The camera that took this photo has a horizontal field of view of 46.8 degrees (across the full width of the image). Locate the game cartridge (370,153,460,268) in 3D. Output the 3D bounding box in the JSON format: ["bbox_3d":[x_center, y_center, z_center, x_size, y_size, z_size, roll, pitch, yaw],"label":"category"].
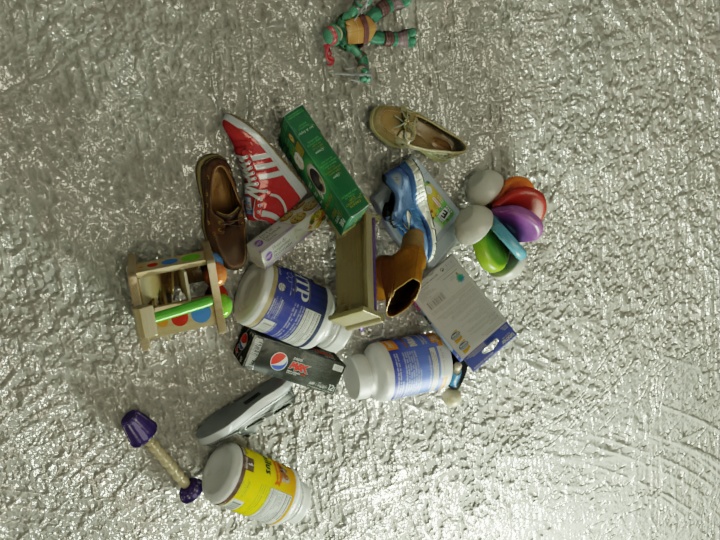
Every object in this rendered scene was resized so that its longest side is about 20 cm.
[{"bbox_3d":[0.113,-0.104,1.588,0.134,0.040,0.200,-47,118,-3],"label":"game cartridge"}]

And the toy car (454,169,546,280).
[{"bbox_3d":[0.283,-0.092,1.587,0.175,0.148,0.203,43,53,-31],"label":"toy car"}]

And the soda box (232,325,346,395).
[{"bbox_3d":[-0.129,0.162,1.520,0.197,0.071,0.064,23,96,-29],"label":"soda box"}]

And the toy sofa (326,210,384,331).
[{"bbox_3d":[0.000,0.000,1.472,0.097,0.082,0.205,26,56,-48],"label":"toy sofa"}]

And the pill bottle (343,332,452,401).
[{"bbox_3d":[0.070,0.189,1.603,0.196,0.112,0.115,-7,108,-24],"label":"pill bottle"}]

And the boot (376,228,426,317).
[{"bbox_3d":[0.055,0.031,1.492,0.070,0.146,0.202,24,134,-12],"label":"boot"}]

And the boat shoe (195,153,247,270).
[{"bbox_3d":[-0.230,-0.092,1.403,0.071,0.067,0.205,-17,111,-20],"label":"boat shoe"}]

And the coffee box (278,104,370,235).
[{"bbox_3d":[-0.064,-0.164,1.390,0.044,0.123,0.202,-33,84,-15],"label":"coffee box"}]

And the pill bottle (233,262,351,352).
[{"bbox_3d":[-0.114,0.070,1.476,0.197,0.119,0.122,25,93,-30],"label":"pill bottle"}]

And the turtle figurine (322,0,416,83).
[{"bbox_3d":[0.006,-0.409,1.414,0.198,0.100,0.153,-26,130,-34],"label":"turtle figurine"}]

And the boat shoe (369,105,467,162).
[{"bbox_3d":[0.106,-0.254,1.518,0.196,0.062,0.075,13,83,-31],"label":"boat shoe"}]

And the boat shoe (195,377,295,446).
[{"bbox_3d":[-0.204,0.270,1.521,0.198,0.069,0.067,-34,115,-23],"label":"boat shoe"}]

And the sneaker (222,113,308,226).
[{"bbox_3d":[-0.185,-0.160,1.405,0.113,0.071,0.200,-49,121,-10],"label":"sneaker"}]

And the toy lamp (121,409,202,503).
[{"bbox_3d":[-0.349,0.326,1.467,0.058,0.058,0.202,-39,118,-11],"label":"toy lamp"}]

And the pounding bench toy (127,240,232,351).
[{"bbox_3d":[-0.283,0.047,1.328,0.152,0.200,0.127,-11,109,-12],"label":"pounding bench toy"}]

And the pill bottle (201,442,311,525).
[{"bbox_3d":[-0.186,0.399,1.532,0.199,0.109,0.111,34,89,-35],"label":"pill bottle"}]

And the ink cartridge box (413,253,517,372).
[{"bbox_3d":[0.193,0.084,1.599,0.119,0.042,0.201,-37,76,-11],"label":"ink cartridge box"}]

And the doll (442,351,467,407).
[{"bbox_3d":[0.194,0.171,1.664,0.047,0.136,0.206,5,90,10],"label":"doll"}]

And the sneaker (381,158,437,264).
[{"bbox_3d":[0.084,-0.100,1.523,0.087,0.079,0.204,-17,114,0],"label":"sneaker"}]

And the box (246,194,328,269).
[{"bbox_3d":[-0.111,-0.078,1.444,0.199,0.041,0.039,-40,141,-30],"label":"box"}]
